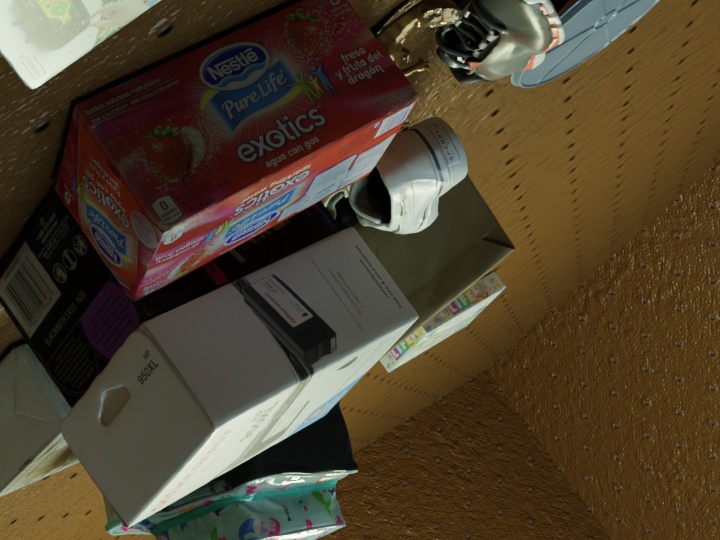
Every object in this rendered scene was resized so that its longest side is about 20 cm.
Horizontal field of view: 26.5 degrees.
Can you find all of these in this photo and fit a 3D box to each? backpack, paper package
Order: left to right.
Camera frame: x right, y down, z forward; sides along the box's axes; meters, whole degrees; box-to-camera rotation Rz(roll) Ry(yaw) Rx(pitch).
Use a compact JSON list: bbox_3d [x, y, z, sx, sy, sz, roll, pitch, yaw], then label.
[{"bbox_3d":[-0.118,0.176,1.287,0.200,0.151,0.177,-16,168,31],"label":"backpack"},{"bbox_3d":[0.000,0.000,1.315,0.190,0.104,0.200,-39,-168,-27],"label":"paper package"}]

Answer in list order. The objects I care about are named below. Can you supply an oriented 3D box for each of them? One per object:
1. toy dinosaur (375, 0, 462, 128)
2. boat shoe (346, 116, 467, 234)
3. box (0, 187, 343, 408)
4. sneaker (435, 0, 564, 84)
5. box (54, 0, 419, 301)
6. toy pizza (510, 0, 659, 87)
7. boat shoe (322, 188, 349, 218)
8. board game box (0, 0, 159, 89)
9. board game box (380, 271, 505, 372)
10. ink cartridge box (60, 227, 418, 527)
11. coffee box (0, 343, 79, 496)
[{"bbox_3d":[-0.013,-0.126,1.089,0.200,0.060,0.106,-45,158,-9],"label":"toy dinosaur"},{"bbox_3d":[0.020,-0.065,1.119,0.067,0.074,0.200,-25,172,-13],"label":"boat shoe"},{"bbox_3d":[-0.129,-0.008,1.044,0.200,0.106,0.122,-24,163,-49],"label":"box"},{"bbox_3d":[0.098,-0.178,1.145,0.082,0.077,0.200,-30,169,-2],"label":"sneaker"},{"bbox_3d":[-0.076,-0.079,0.935,0.200,0.096,0.100,-31,167,-29],"label":"box"},{"bbox_3d":[0.210,-0.235,1.363,0.200,0.032,0.200,-34,170,-7],"label":"toy pizza"},{"bbox_3d":[-0.061,-0.044,1.207,0.075,0.068,0.200,-32,168,-24],"label":"boat shoe"},{"bbox_3d":[-0.083,-0.173,0.603,0.200,0.064,0.148,-37,170,-5],"label":"board game box"},{"bbox_3d":[0.132,0.083,2.475,0.200,0.034,0.134,-28,166,-40],"label":"board game box"},{"bbox_3d":[-0.079,0.069,1.013,0.200,0.084,0.145,-26,164,-44],"label":"ink cartridge box"},{"bbox_3d":[-0.227,0.102,1.272,0.114,0.080,0.200,-41,169,32],"label":"coffee box"}]
